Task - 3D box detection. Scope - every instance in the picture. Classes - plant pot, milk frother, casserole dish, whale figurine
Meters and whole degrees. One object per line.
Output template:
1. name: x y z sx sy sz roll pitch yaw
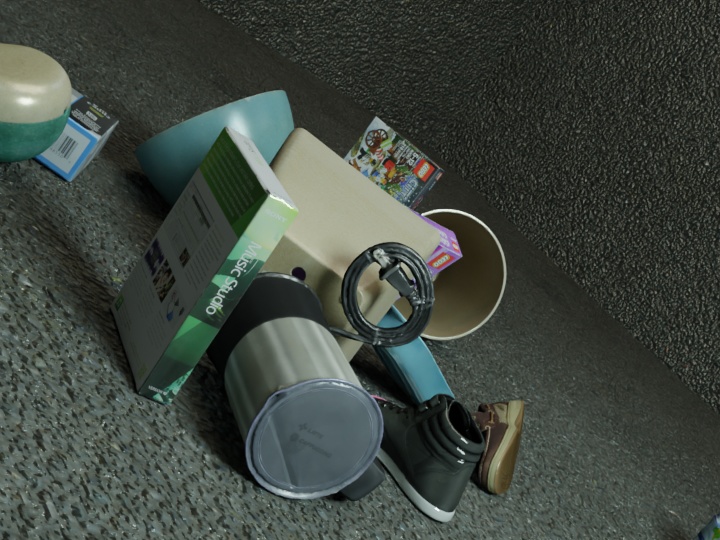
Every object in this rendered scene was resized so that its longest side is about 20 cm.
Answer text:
1. plant pot: 0.102 -0.003 1.811 0.187 0.188 0.200 35 -2 -12
2. milk frother: -0.016 0.076 1.046 0.180 0.201 0.188 31 13 -31
3. casserole dish: 0.051 0.102 1.400 0.121 0.039 0.200 46 -9 38
4. plant pot: -0.159 -0.119 1.468 0.200 0.199 0.136 -30 98 -77
5. plant pot: -0.062 0.007 1.238 0.199 0.200 0.177 36 24 -2
6. whale figurine: -0.390 -0.172 1.196 0.198 0.105 0.159 14 29 0

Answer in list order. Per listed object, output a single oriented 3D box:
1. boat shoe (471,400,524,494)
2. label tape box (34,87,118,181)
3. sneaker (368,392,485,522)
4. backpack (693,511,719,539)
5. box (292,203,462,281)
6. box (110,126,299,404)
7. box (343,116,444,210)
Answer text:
1. boat shoe: 0.150 0.202 1.414 0.071 0.073 0.200 8 19 11
2. label tape box: -0.356 -0.185 1.371 0.143 0.066 0.200 35 14 -11
3. sneaker: 0.051 0.149 1.209 0.200 0.100 0.070 44 16 35
4. backpack: 0.530 0.408 1.582 0.199 0.155 0.163 27 16 16
5. box: 0.000 0.000 1.389 0.136 0.199 0.039 23 41 -47
6. box: -0.136 -0.007 1.008 0.036 0.201 0.145 25 17 -32
7. box: 0.018 -0.121 1.885 0.136 0.201 0.038 40 8 17
